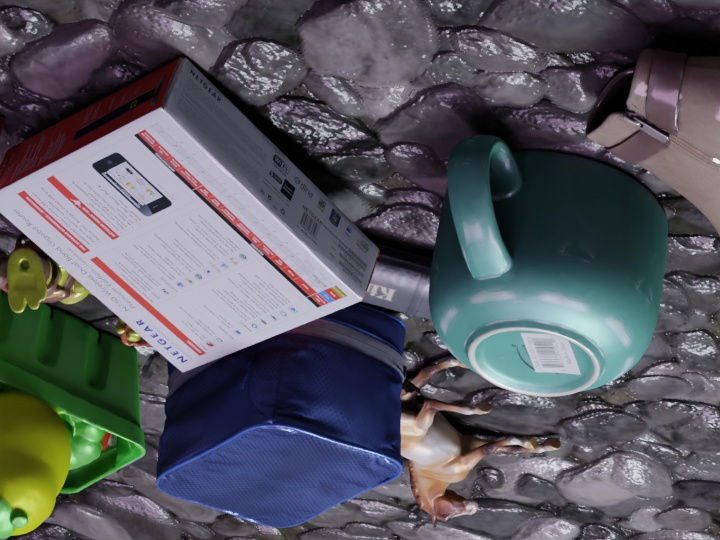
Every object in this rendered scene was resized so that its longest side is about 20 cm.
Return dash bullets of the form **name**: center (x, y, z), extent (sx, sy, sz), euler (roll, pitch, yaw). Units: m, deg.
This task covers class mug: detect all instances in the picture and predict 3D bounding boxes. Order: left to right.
- **mug**: center (0.107, 0.006, 1.512), extent (0.184, 0.115, 0.152), euler (23, 147, -19)

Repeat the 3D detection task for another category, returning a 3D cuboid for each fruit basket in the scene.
- **fruit basket**: center (-0.269, 0.122, 1.744), extent (0.215, 0.216, 0.155), euler (28, 145, -26)

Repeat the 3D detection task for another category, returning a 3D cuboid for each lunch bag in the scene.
- **lunch bag**: center (-0.060, 0.095, 1.695), extent (0.135, 0.133, 0.200), euler (22, 148, -30)

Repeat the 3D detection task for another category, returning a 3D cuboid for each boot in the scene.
- **boot**: center (0.208, -0.066, 1.419), extent (0.146, 0.070, 0.200), euler (20, 147, -2)

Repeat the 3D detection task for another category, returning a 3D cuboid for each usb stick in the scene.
- **usb stick**: center (0.000, 0.000, 1.617), extent (0.199, 0.033, 0.056), euler (15, 150, -6)

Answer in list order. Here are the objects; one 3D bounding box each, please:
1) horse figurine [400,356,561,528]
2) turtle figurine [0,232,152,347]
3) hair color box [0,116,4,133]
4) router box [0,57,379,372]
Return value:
- **horse figurine**: center (0.060, 0.124, 1.786), extent (0.132, 0.050, 0.200), euler (-17, 140, 31)
- **turtle figurine**: center (-0.218, 0.006, 1.646), extent (0.199, 0.065, 0.161), euler (20, -177, 15)
- **hair color box**: center (-0.327, -0.054, 1.609), extent (0.101, 0.061, 0.200), euler (22, 147, -18)
- **router box**: center (-0.119, -0.032, 1.547), extent (0.179, 0.049, 0.200), euler (-22, 126, 38)
